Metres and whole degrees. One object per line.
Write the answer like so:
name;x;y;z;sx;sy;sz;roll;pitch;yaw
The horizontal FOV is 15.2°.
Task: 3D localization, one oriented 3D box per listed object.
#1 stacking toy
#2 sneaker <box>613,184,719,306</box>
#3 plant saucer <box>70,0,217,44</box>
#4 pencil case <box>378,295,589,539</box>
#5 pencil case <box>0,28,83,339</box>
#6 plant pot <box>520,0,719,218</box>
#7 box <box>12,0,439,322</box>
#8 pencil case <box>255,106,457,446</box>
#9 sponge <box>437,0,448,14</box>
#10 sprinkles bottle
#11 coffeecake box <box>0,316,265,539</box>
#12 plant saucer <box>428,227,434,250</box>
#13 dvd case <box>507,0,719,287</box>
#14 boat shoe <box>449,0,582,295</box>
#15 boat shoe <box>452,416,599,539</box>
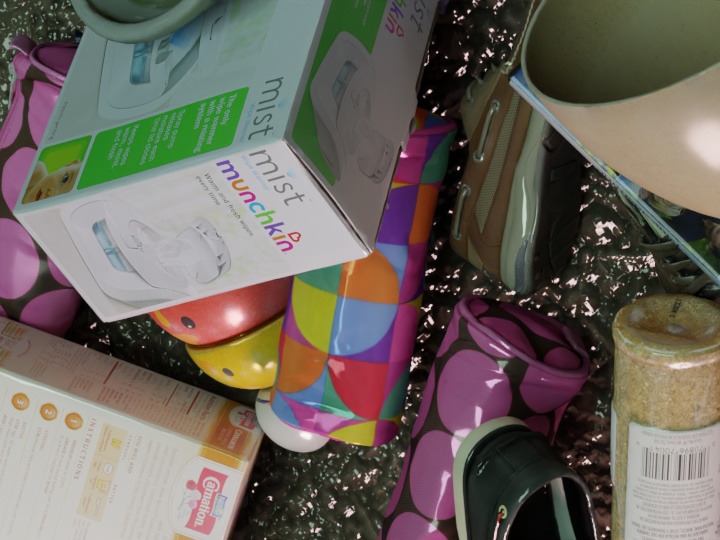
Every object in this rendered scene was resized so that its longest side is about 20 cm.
stacking toy;-0.067;0.019;1.596;0.146;0.146;0.201;-20;105;31
sneaker;0.171;-0.023;1.463;0.070;0.075;0.201;-29;84;30
plant saucer;-0.084;-0.211;1.434;0.200;0.050;0.201;-24;57;43
pencil case;0.069;0.118;1.536;0.093;0.091;0.201;12;111;-15
pencil case;-0.198;-0.043;1.669;0.093;0.091;0.201;19;110;-7
plant pot;0.198;-0.100;1.329;0.200;0.201;0.135;-21;121;31
box;-0.065;-0.089;1.444;0.176;0.201;0.097;-14;132;31
pencil case;0.000;0.000;1.528;0.088;0.088;0.201;21;110;25
sponge;0.019;-0.227;1.437;0.111;0.030;0.200;18;138;-1
sprinkles bottle;0.168;0.114;1.465;0.068;0.068;0.201;14;121;27
coffeecake box;-0.174;0.132;1.648;0.199;0.073;0.154;20;113;2
plant saucer;-0.004;-0.105;1.584;0.070;0.019;0.201;-12;94;31
dvd case;0.196;-0.083;1.416;0.200;0.018;0.143;44;89;4
boat shoe;0.089;-0.088;1.502;0.071;0.076;0.201;19;106;28
boat shoe;0.098;0.174;1.486;0.063;0.073;0.202;41;152;48
